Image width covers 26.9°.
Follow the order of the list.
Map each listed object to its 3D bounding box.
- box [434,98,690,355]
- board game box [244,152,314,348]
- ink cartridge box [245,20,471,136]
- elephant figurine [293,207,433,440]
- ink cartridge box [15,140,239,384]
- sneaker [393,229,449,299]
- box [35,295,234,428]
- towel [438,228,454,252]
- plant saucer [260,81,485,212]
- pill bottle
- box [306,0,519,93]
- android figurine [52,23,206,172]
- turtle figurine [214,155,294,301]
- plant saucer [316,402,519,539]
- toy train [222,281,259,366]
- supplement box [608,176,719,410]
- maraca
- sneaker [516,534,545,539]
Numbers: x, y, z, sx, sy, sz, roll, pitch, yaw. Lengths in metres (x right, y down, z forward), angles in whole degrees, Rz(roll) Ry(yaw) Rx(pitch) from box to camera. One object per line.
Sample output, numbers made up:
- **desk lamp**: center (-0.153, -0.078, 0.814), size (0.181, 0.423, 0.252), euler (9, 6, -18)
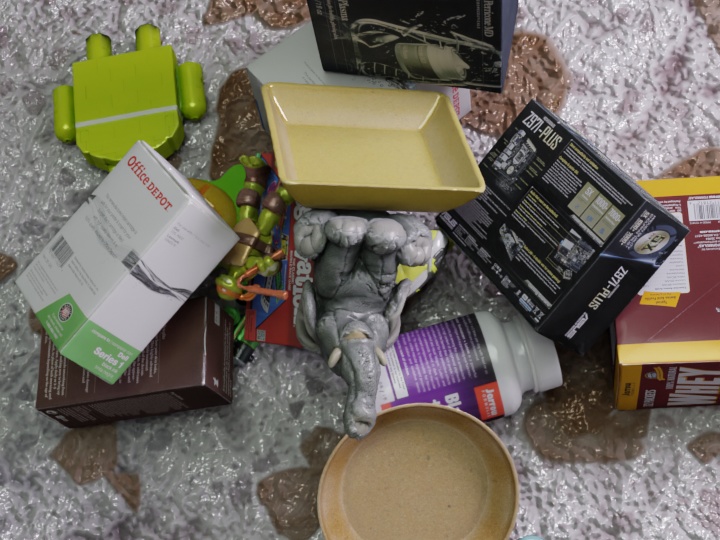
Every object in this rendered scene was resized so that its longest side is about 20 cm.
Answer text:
- **box**: center (0.194, -0.045, 1.486), size (0.164, 0.086, 0.200), euler (-52, 45, 12)
- **board game box**: center (-0.073, -0.022, 1.572), size (0.103, 0.019, 0.200), euler (5, 92, 36)
- **ink cartridge box**: center (0.002, -0.200, 1.665), size (0.200, 0.147, 0.145), euler (-37, 69, -10)
- **elephant figurine**: center (-0.010, 0.041, 1.466), size (0.141, 0.155, 0.200), euler (12, 106, 30)
- **ink cartridge box**: center (-0.235, -0.011, 1.515), size (0.200, 0.084, 0.146), euler (-48, 42, 3)
- **sneaker**: center (0.000, 0.000, 1.568), size (0.200, 0.076, 0.075), euler (-25, 24, 26)
- **box**: center (-0.236, 0.098, 1.583), size (0.200, 0.075, 0.100), euler (-10, 64, 20)
- **towel**: center (0.064, 0.002, 1.607), size (0.018, 0.086, 0.200), euler (44, 76, -11)
- **plant saucer**: center (0.006, -0.116, 1.493), size (0.200, 0.049, 0.200), euler (2, 35, -12)
- **pill bottle**: center (0.099, 0.106, 1.536), size (0.200, 0.111, 0.112), euler (-17, 65, 0)
- **box**: center (0.056, -0.285, 1.506), size (0.196, 0.200, 0.124), euler (7, 70, 9)
- **android figurine**: center (-0.270, -0.192, 1.757), size (0.182, 0.041, 0.200), euler (-11, 65, 2)
- **turtle figurine**: center (-0.107, -0.032, 1.528), size (0.200, 0.064, 0.162), euler (8, 73, 52)
- **plant saucer**: center (0.056, 0.221, 1.487), size (0.200, 0.035, 0.201), euler (-1, 104, -4)
- **toy train**: center (-0.102, 0.018, 1.640), size (0.056, 0.042, 0.200), euler (31, 77, 0)
- **supplement box**: center (0.350, 0.023, 1.528), size (0.197, 0.133, 0.200), euler (-3, 66, 6)
- **maraca**: center (-0.183, -0.048, 1.644), size (0.200, 0.107, 0.137), euler (-21, 58, -4)
- **sneaker**: center (0.115, 0.331, 1.447), size (0.078, 0.086, 0.200), euler (33, 74, 20)
